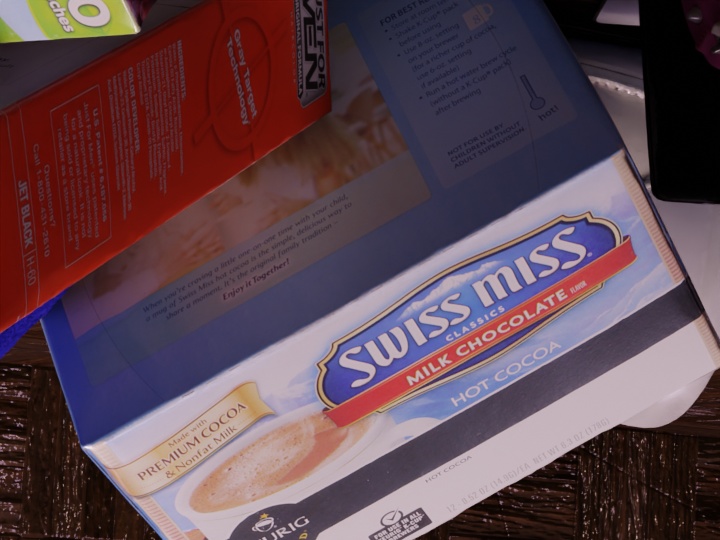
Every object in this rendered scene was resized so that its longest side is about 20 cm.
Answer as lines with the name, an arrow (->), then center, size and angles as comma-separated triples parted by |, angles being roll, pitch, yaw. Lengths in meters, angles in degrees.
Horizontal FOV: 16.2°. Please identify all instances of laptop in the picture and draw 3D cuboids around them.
laptop -> 0.190, -0.062, 0.962 | 0.186, 0.117, 0.200 | 4, 173, -2

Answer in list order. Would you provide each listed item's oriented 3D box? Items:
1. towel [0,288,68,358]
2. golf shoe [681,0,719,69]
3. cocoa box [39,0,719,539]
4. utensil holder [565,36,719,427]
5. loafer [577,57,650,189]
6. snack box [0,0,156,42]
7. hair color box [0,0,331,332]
towel -> -0.169, 0.041, 0.762 | 0.147, 0.050, 0.200 | -34, 179, 39
golf shoe -> 0.199, -0.110, 0.826 | 0.091, 0.076, 0.199 | -10, -174, -41
cocoa box -> 0.000, 0.000, 0.868 | 0.199, 0.134, 0.131 | -29, 139, 5
utensil holder -> 0.048, -0.026, 1.107 | 0.199, 0.171, 0.170 | 7, 172, -19
loafer -> 0.037, -0.049, 0.981 | 0.199, 0.070, 0.070 | -4, -170, -15
snack box -> -0.155, -0.122, 0.635 | 0.199, 0.053, 0.143 | -1, 135, 30
hair color box -> -0.095, -0.049, 0.737 | 0.101, 0.062, 0.200 | 8, -156, 25
